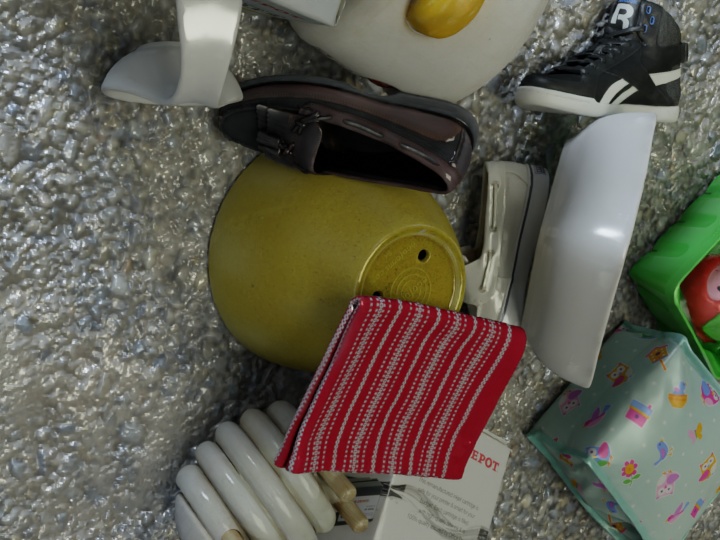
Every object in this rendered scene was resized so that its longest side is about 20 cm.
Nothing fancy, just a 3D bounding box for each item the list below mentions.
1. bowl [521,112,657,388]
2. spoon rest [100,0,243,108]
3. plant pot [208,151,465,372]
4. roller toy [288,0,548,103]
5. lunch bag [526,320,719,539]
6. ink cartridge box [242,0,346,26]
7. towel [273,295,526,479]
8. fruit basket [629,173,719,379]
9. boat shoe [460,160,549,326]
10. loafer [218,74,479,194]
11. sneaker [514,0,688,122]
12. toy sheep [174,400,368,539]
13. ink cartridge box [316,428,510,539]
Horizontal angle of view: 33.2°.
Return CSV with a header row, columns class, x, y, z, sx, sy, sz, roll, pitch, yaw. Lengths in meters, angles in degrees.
class,x,y,z,sx,sy,sz,roll,pitch,yaw
bowl,0.193,-0.022,1.046,0.200,0.074,0.200,92,15,-47
spoon rest,-0.119,-0.130,0.804,0.099,0.200,0.061,2,84,-16
plant pot,0.000,0.000,0.947,0.200,0.142,0.201,-9,108,-30
roller toy,0.037,-0.222,0.882,0.140,0.182,0.200,28,55,-34
lunch bag,0.289,0.178,1.198,0.170,0.122,0.200,-47,117,-14
ink cartridge box,-0.096,-0.253,0.778,0.145,0.200,0.145,16,94,-34
towel,0.038,0.094,0.906,0.200,0.022,0.145,13,107,-46
fruit basket,0.399,0.010,1.173,0.216,0.215,0.156,-44,122,-15
boat shoe,0.111,0.000,1.073,0.070,0.071,0.200,11,102,-7
loafer,-0.016,-0.097,0.886,0.072,0.200,0.063,79,22,-54
sneaker,0.216,-0.194,1.082,0.200,0.073,0.112,-2,101,-41
toy sheep,-0.078,0.178,0.954,0.200,0.138,0.138,-32,119,-15
ink cartridge box,0.035,0.218,1.028,0.145,0.084,0.200,34,67,-42
